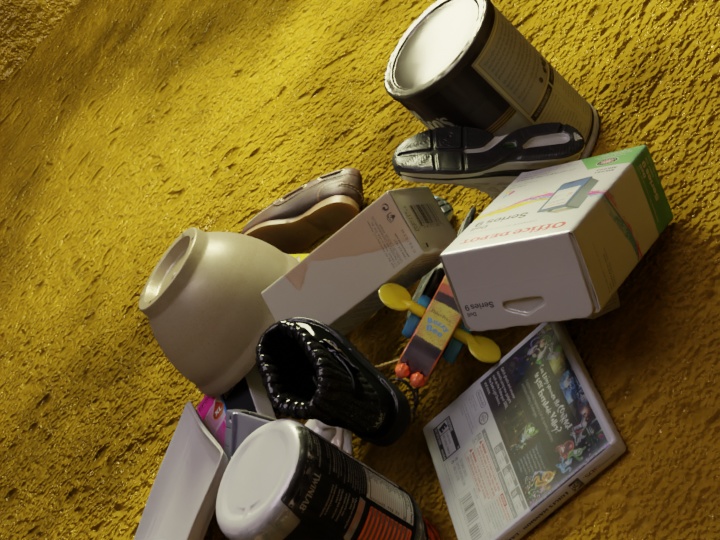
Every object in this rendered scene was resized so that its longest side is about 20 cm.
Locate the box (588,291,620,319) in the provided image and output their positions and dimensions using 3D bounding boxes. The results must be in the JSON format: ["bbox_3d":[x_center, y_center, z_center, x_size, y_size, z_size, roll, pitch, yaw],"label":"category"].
[{"bbox_3d":[0.175,0.020,1.427,0.041,0.039,0.199,-22,13,-31],"label":"box"}]

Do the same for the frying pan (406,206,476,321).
[{"bbox_3d":[0.094,-0.009,1.555,0.115,0.031,0.192,128,167,-71],"label":"frying pan"}]

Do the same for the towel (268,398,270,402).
[{"bbox_3d":[-0.059,0.076,1.730,0.201,0.018,0.086,-57,30,-10],"label":"towel"}]

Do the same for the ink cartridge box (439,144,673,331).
[{"bbox_3d":[0.186,-0.030,1.334,0.144,0.088,0.200,-11,22,37],"label":"ink cartridge box"}]

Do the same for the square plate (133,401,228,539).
[{"bbox_3d":[-0.208,0.274,1.654,0.202,0.028,0.198,-69,22,5],"label":"square plate"}]

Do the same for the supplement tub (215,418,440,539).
[{"bbox_3d":[-0.026,0.233,1.319,0.122,0.199,0.123,-35,34,29],"label":"supplement tub"}]

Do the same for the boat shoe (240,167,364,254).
[{"bbox_3d":[-0.076,-0.074,1.868,0.198,0.070,0.071,-20,48,31],"label":"boat shoe"}]

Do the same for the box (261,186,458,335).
[{"bbox_3d":[0.000,0.000,1.505,0.199,0.095,0.078,-37,77,28],"label":"box"}]

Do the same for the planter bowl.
[{"bbox_3d":[-0.184,0.032,1.729,0.200,0.134,0.201,-46,21,23],"label":"planter bowl"}]

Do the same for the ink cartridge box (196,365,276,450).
[{"bbox_3d":[-0.153,0.168,1.726,0.095,0.037,0.200,-54,28,16],"label":"ink cartridge box"}]

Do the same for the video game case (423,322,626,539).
[{"bbox_3d":[0.148,0.159,1.343,0.182,0.023,0.201,-43,29,16],"label":"video game case"}]

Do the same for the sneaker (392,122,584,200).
[{"bbox_3d":[0.134,-0.087,1.489,0.198,0.116,0.076,-3,43,4],"label":"sneaker"}]

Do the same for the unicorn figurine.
[{"bbox_3d":[-0.033,0.178,1.522,0.199,0.074,0.138,-40,35,15],"label":"unicorn figurine"}]

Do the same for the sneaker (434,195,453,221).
[{"bbox_3d":[0.028,-0.013,1.656,0.199,0.087,0.075,-33,37,-14],"label":"sneaker"}]

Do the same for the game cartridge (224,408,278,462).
[{"bbox_3d":[-0.108,0.224,1.537,0.200,0.038,0.131,180,98,-66],"label":"game cartridge"}]

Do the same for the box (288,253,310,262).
[{"bbox_3d":[-0.081,0.038,1.749,0.118,0.048,0.200,-58,21,-12],"label":"box"}]

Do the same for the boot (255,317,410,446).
[{"bbox_3d":[-0.059,0.090,1.389,0.210,0.157,0.080,28,92,41],"label":"boot"}]

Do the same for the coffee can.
[{"bbox_3d":[0.144,-0.186,1.547,0.146,0.200,0.147,-35,33,27],"label":"coffee can"}]

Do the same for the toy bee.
[{"bbox_3d":[0.077,0.075,1.425,0.109,0.129,0.203,-43,-39,-71],"label":"toy bee"}]
